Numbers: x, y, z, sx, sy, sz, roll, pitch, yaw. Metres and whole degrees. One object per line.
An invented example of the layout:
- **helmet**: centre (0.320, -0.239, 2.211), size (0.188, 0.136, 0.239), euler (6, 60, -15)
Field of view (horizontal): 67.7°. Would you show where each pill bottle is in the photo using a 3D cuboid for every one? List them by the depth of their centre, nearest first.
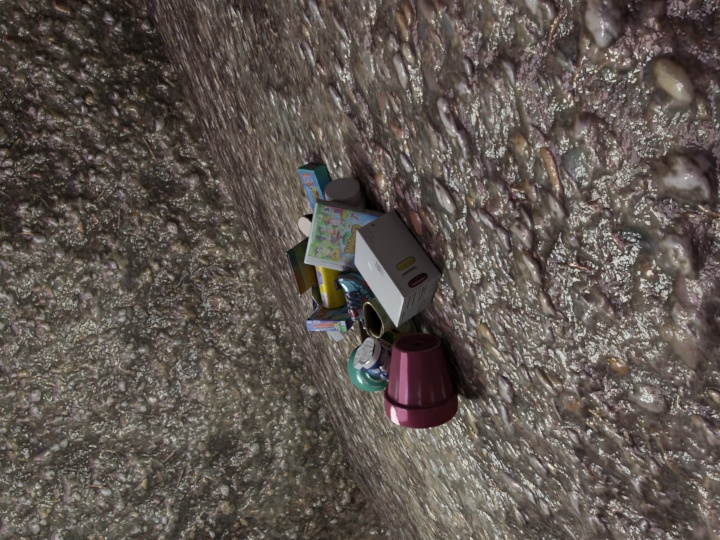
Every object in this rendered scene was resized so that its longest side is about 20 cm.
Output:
- **pill bottle**: centre (-0.032, -0.132, 1.417), size (0.113, 0.111, 0.205), euler (44, 154, 43)

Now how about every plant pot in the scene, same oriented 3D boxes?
- **plant pot**: centre (0.149, 0.269, 1.368), size (0.199, 0.193, 0.186), euler (23, 122, 63)

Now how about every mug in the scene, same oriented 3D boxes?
- **mug**: centre (0.034, 0.304, 1.772), size (0.190, 0.149, 0.114), euler (62, 161, 0)

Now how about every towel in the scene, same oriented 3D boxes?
- **towel**: centre (-0.155, -0.032, 1.698), size (0.021, 0.199, 0.152), euler (0, 115, 36)

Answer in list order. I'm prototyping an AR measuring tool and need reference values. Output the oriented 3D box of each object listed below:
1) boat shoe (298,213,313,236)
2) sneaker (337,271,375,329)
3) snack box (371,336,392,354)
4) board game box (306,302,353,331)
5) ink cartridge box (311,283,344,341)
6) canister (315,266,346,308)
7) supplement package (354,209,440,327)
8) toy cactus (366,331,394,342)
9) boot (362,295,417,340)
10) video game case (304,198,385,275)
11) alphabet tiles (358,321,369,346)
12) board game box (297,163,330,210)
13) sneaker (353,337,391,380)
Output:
- **boat shoe**: centre (-0.125, -0.107, 1.804), size (0.203, 0.063, 0.074), euler (50, 127, 4)
- **sneaker**: centre (0.000, 0.086, 1.452), size (0.077, 0.098, 0.201), euler (-6, 136, 39)
- **snack box**: centre (0.111, 0.250, 1.536), size (0.195, 0.025, 0.073), euler (27, 153, 13)
- **board game box**: centre (-0.067, 0.126, 1.642), size (0.130, 0.200, 0.036), euler (-2, 110, 21)
- **ink cartridge box**: centre (-0.123, 0.105, 1.799), size (0.202, 0.040, 0.202), euler (55, -165, -29)
- **canister**: centre (-0.098, -0.004, 1.651), size (0.149, 0.083, 0.208), euler (-114, 13, -72)
- **supplement package**: centre (0.082, -0.005, 1.273), size (0.202, 0.109, 0.157), euler (54, 161, 22)
- **toy cactus**: centre (0.056, 0.158, 1.630), size (0.166, 0.100, 0.204), euler (56, 172, 50)
- **boot**: centre (0.079, 0.151, 1.427), size (0.070, 0.154, 0.206), euler (-18, 99, 31)
- **video game case**: centre (-0.044, -0.080, 1.372), size (0.023, 0.175, 0.204), euler (-87, 10, -48)
- **alphabet tiles**: centre (0.033, 0.219, 1.647), size (0.200, 0.007, 0.173), euler (45, -147, -61)
- **board game box**: centre (-0.118, -0.222, 1.641), size (0.151, 0.044, 0.206), euler (27, 141, 62)
- **sneaker**: centre (0.069, 0.247, 1.457), size (0.142, 0.083, 0.200), euler (18, 158, -10)
